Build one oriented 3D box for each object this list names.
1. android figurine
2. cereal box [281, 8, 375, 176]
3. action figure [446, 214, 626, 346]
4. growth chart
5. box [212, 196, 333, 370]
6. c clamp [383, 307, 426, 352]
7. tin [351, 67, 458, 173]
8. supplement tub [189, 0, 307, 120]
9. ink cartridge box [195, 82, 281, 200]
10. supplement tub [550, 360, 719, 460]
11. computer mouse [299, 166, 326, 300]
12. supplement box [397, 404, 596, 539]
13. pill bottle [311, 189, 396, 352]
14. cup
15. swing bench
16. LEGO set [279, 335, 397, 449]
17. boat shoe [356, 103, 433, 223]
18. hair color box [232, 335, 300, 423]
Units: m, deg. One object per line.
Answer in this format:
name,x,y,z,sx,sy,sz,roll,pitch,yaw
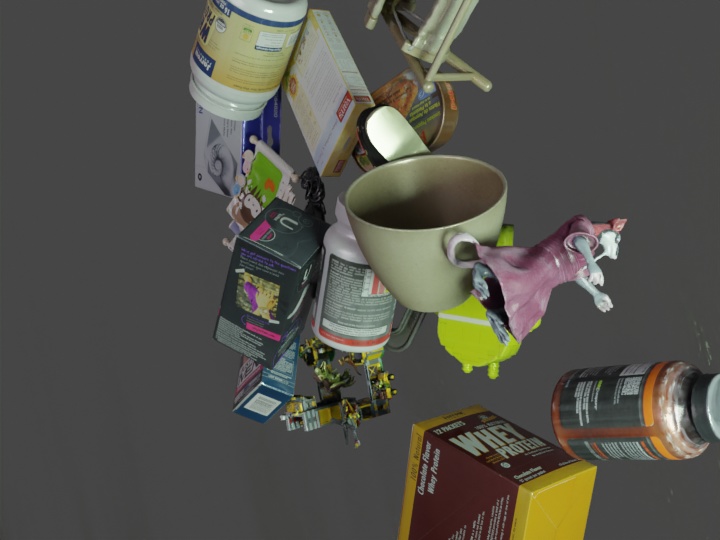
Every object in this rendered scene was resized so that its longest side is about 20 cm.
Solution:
android figurine,0.158,0.038,1.364,0.181,0.041,0.203,5,97,47
cereal box,-0.051,-0.257,1.520,0.144,0.039,0.202,-59,44,44
action figure,0.217,-0.010,1.201,0.149,0.199,0.134,49,166,24
growth chart,-0.162,-0.100,1.675,0.144,0.018,0.202,33,114,34
box,-0.126,0.019,1.502,0.105,0.122,0.202,27,128,9
c clamp,0.034,0.024,1.514,0.172,0.027,0.201,53,132,29
tin,0.058,-0.202,1.444,0.199,0.041,0.114,-25,73,48
supplement tub,-0.172,-0.341,1.564,0.145,0.143,0.201,50,132,30
ink cartridge box,-0.207,-0.222,1.737,0.199,0.040,0.203,16,108,46
supplement tub,0.315,0.156,1.158,0.199,0.106,0.109,-11,88,49
computer mouse,-0.079,-0.049,1.579,0.139,0.052,0.203,-115,22,-72
supplement box,0.166,0.309,1.331,0.199,0.132,0.200,23,113,44
pill bottle,0.000,0.000,1.444,0.115,0.115,0.203,33,123,40
cup,0.085,-0.035,1.297,0.199,0.199,0.145,25,133,43
swing bench,0.108,-0.359,1.292,0.201,0.129,0.200,52,131,30
LEGO set,-0.050,0.171,1.553,0.199,0.115,0.156,4,102,54
boat shoe,0.065,-0.131,1.389,0.202,0.073,0.063,55,172,-19
hair color box,-0.141,0.123,1.631,0.100,0.060,0.202,-44,30,42
